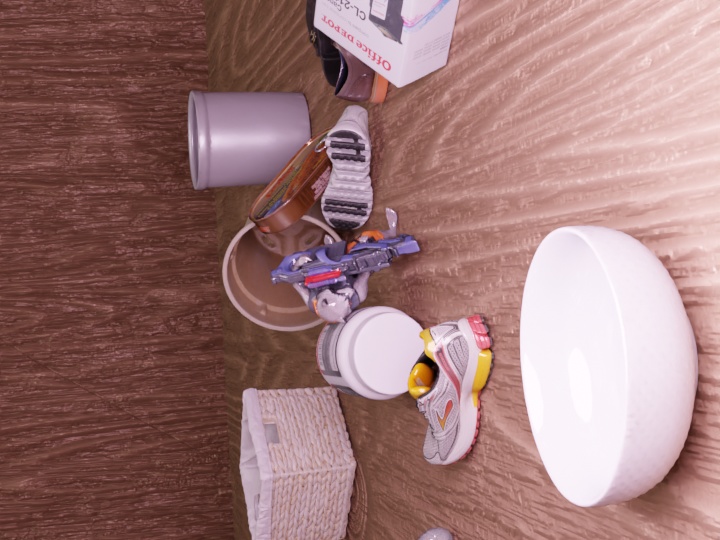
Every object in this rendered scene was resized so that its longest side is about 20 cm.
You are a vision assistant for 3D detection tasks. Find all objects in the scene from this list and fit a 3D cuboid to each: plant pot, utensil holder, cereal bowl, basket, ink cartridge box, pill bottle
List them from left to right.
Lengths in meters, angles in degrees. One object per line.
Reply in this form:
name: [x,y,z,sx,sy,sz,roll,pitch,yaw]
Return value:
utensil holder: [-0.197,-0.232,2.283,0.170,0.197,0.173,176,90,-77]
plant pot: [-0.112,-0.039,2.047,0.184,0.197,0.203,-93,6,-62]
basket: [-0.107,0.323,2.114,0.199,0.158,0.202,-108,21,-48]
pill bottle: [0.017,0.103,1.624,0.200,0.112,0.116,168,99,-76]
ink cartridge box: [0.033,-0.322,1.393,0.145,0.082,0.202,39,141,27]
cereal bowl: [0.187,0.067,0.943,0.200,0.082,0.204,177,90,-78]

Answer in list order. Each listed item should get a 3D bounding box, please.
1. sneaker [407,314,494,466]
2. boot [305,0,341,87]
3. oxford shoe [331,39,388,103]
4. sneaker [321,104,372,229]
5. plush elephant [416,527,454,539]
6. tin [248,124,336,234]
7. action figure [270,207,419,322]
sneaker: [0.085,0.130,1.403,0.078,0.081,0.202,-110,20,-51]
boot: [-0.050,-0.379,1.899,0.175,0.068,0.202,-113,21,-54]
oxford shoe: [0.002,-0.312,1.678,0.071,0.072,0.203,-118,28,-62]
sneaker: [-0.013,-0.141,1.821,0.202,0.074,0.082,97,-177,-45]
plush elephant: [0.065,0.416,1.454,0.201,0.154,0.164,-57,-21,12]
tin: [-0.083,-0.132,1.890,0.111,0.201,0.042,7,142,55]
action figure: [0.000,0.000,1.639,0.106,0.197,0.194,68,-152,-26]
